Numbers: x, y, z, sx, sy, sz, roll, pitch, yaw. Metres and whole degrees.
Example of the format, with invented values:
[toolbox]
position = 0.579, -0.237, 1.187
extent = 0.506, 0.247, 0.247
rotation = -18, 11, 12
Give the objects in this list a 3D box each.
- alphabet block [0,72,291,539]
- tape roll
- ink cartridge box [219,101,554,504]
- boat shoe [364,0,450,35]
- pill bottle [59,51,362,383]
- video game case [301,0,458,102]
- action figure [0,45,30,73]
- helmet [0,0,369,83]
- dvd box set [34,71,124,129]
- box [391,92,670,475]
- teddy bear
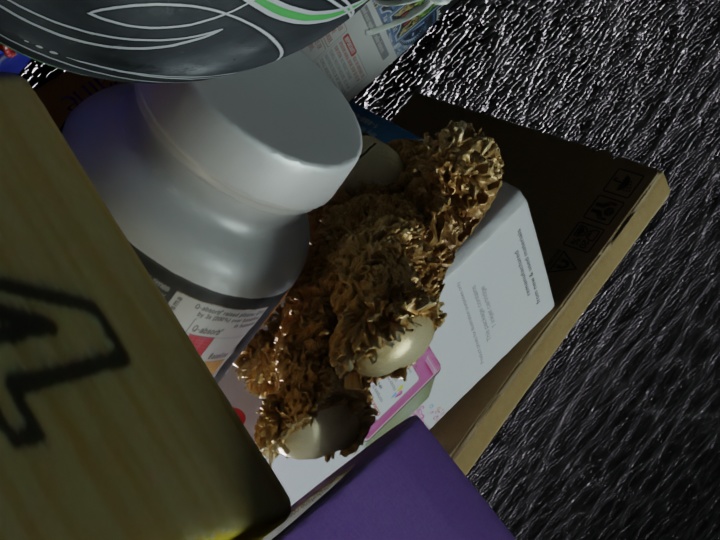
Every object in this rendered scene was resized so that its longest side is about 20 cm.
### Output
[alphabet block]
position = -0.182, 0.068, 1.046
extent = 0.195, 0.201, 0.196
rotation = -39, 167, 31
[tape roll]
position = -0.036, 0.142, 1.118
extent = 0.200, 0.066, 0.200
rotation = -40, 180, 0
[ink cartridge box]
position = -0.030, 0.026, 1.387
extent = 0.200, 0.144, 0.085
rotation = -42, 139, -22
[boat shoe]
position = 0.033, -0.138, 1.177
extent = 0.075, 0.062, 0.199
rotation = -23, 177, 43
[pill bottle]
position = -0.091, -0.003, 1.194
extent = 0.200, 0.116, 0.116
rotation = -51, 161, 27
[video game case]
position = -0.004, -0.161, 1.217
extent = 0.181, 0.036, 0.200
rotation = -43, 150, -8
[action figure]
position = -0.123, -0.109, 1.112
extent = 0.065, 0.052, 0.201
rotation = -21, 148, -42
[helmet]
position = -0.069, -0.152, 0.901
extent = 0.200, 0.191, 0.200
rotation = -39, 160, -17
[dvd box set]
position = -0.084, -0.065, 1.310
extent = 0.200, 0.029, 0.147
rotation = -35, 159, -29
[box]
position = 0.035, 0.005, 1.462
extent = 0.200, 0.163, 0.021
rotation = -52, 140, -23
[teddy bear]
position = 0.000, 0.000, 1.209
extent = 0.145, 0.067, 0.201
rotation = -50, -169, 47
